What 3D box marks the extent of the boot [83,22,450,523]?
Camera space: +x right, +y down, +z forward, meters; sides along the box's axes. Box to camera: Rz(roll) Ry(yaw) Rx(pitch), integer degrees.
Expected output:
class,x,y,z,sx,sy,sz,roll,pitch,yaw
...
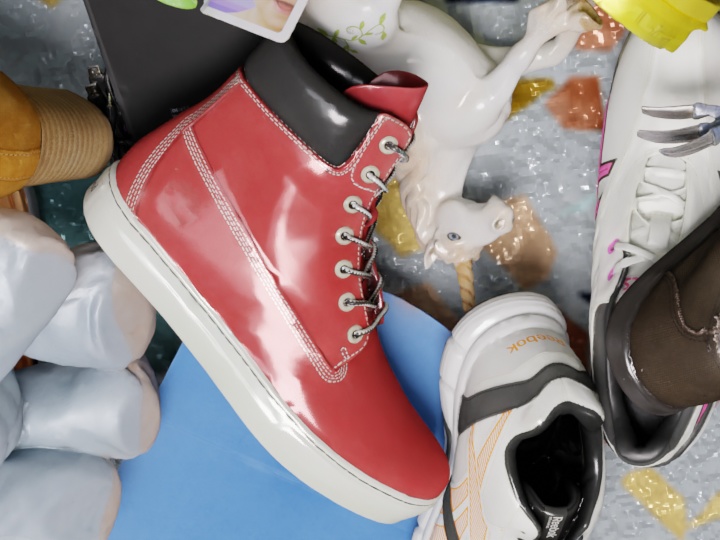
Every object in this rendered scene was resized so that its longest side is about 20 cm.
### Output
class,x,y,z,sx,sy,sz,roll,pitch,yaw
boot,0.000,0.000,0.940,0.144,0.072,0.200,-37,100,21

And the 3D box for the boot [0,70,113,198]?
class,x,y,z,sx,sy,sz,roll,pitch,yaw
boot,-0.215,-0.078,0.952,0.200,0.144,0.071,21,103,34

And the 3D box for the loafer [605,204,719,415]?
class,x,y,z,sx,sy,sz,roll,pitch,yaw
loafer,0.186,-0.013,0.921,0.200,0.071,0.073,-47,111,-20

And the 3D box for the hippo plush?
class,x,y,z,sx,sy,sz,roll,pitch,yaw
hippo plush,-0.193,0.051,0.982,0.160,0.159,0.201,23,72,39

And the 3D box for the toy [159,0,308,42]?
class,x,y,z,sx,sy,sz,roll,pitch,yaw
toy,-0.036,-0.197,0.898,0.115,0.047,0.201,21,75,23

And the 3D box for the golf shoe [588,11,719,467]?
class,x,y,z,sx,sy,sz,roll,pitch,yaw
golf shoe,0.135,-0.013,0.965,0.072,0.092,0.201,4,105,12

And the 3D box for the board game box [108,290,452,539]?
class,x,y,z,sx,sy,sz,roll,pitch,yaw
board game box,-0.027,0.089,1.047,0.157,0.039,0.201,24,111,-12

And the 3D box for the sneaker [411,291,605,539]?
class,x,y,z,sx,sy,sz,roll,pitch,yaw
sneaker,0.067,0.112,0.997,0.073,0.080,0.201,-11,125,-16

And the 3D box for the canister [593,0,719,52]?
class,x,y,z,sx,sy,sz,roll,pitch,yaw
canister,0.138,-0.210,0.897,0.200,0.086,0.149,-48,69,17

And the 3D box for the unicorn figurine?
class,x,y,z,sx,sy,sz,roll,pitch,yaw
unicorn figurine,0.036,-0.085,0.970,0.137,0.074,0.200,-38,106,27

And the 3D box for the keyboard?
class,x,y,z,sx,sy,sz,roll,pitch,yaw
keyboard,-0.072,-0.067,0.998,0.103,0.040,0.201,-5,126,15

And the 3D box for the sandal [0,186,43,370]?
class,x,y,z,sx,sy,sz,roll,pitch,yaw
sandal,-0.184,0.046,1.057,0.079,0.059,0.208,-1,106,11

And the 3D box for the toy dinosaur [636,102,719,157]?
class,x,y,z,sx,sy,sz,roll,pitch,yaw
toy dinosaur,0.212,-0.078,0.870,0.198,0.105,0.183,6,66,1
